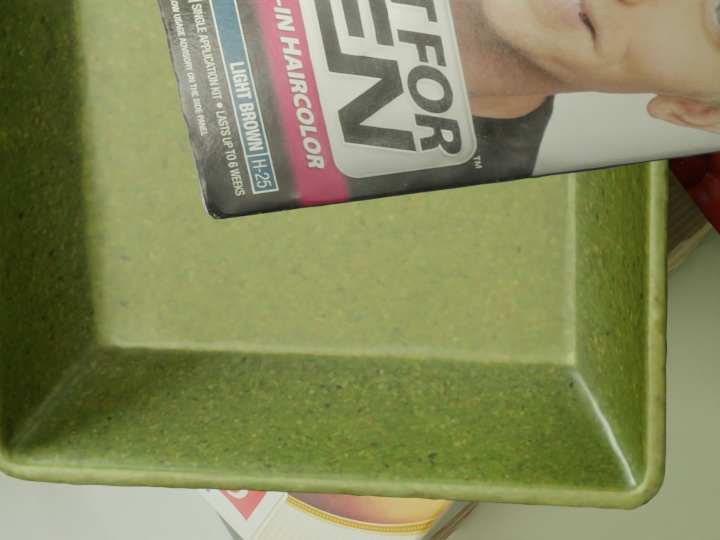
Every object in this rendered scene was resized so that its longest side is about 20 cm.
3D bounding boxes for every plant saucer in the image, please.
[{"bbox_3d":[-0.012,-0.037,0.778,0.198,0.048,0.201,2,113,9],"label":"plant saucer"}]

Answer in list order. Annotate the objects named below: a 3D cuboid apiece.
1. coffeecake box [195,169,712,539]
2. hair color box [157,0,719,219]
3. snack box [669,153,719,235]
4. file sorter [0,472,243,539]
[{"bbox_3d":[0.000,0.000,0.910,0.154,0.073,0.200,45,136,9],"label":"coffeecake box"},{"bbox_3d":[0.051,-0.080,0.689,0.199,0.061,0.101,-8,110,13],"label":"hair color box"},{"bbox_3d":[0.143,-0.096,0.742,0.142,0.053,0.200,53,136,2],"label":"snack box"},{"bbox_3d":[-0.166,0.102,1.080,0.200,0.124,0.139,-27,96,46],"label":"file sorter"}]
